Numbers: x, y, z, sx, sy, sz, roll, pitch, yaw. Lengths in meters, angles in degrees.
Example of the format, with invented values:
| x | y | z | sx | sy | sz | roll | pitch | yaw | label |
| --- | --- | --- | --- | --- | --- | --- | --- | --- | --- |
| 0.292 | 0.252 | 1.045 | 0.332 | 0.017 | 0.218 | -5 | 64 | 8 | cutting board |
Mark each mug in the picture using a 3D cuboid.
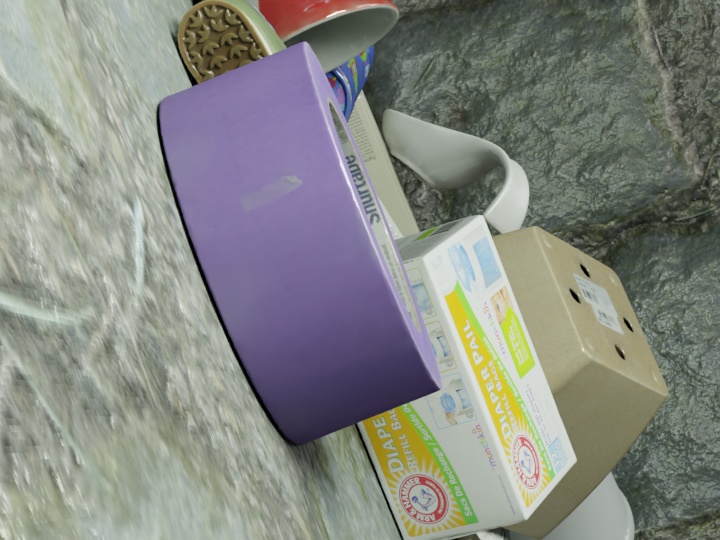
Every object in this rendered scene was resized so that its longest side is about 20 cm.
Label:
| x | y | z | sx | sy | sz | roll | pitch | yaw | label |
| --- | --- | --- | --- | --- | --- | --- | --- | --- | --- |
| -0.070 | -0.243 | 1.315 | 0.201 | 0.133 | 0.178 | 65 | 7 | 8 | mug |

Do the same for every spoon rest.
| x | y | z | sx | sy | sz | roll | pitch | yaw | label |
| --- | --- | --- | --- | --- | --- | --- | --- | --- | --- |
| 0.086 | -0.092 | 1.558 | 0.099 | 0.061 | 0.200 | 39 | 1 | -38 | spoon rest |

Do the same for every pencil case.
| x | y | z | sx | sy | sz | roll | pitch | yaw | label |
| --- | --- | --- | --- | --- | --- | --- | --- | --- | --- |
| -0.035 | -0.162 | 1.452 | 0.200 | 0.078 | 0.087 | -75 | 161 | -67 | pencil case |

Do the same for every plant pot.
| x | y | z | sx | sy | sz | roll | pitch | yaw | label |
| --- | --- | --- | --- | --- | --- | --- | --- | --- | --- |
| 0.135 | 0.081 | 1.502 | 0.200 | 0.177 | 0.200 | 26 | 37 | -46 | plant pot |

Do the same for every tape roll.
| x | y | z | sx | sy | sz | roll | pitch | yaw | label |
| --- | --- | --- | --- | --- | --- | --- | --- | --- | --- |
| -0.030 | -0.015 | 0.959 | 0.200 | 0.085 | 0.201 | -21 | 90 | -87 | tape roll |

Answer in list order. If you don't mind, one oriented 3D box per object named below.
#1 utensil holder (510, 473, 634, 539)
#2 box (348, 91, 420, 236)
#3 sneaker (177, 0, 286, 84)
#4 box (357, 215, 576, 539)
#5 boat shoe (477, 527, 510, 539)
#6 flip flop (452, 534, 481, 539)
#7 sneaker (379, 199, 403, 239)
| x | y | z | sx | sy | sz | roll | pitch | yaw | label |
| --- | --- | --- | --- | --- | --- | --- | --- | --- | --- |
| 0.166 | 0.214 | 1.788 | 0.170 | 0.169 | 0.200 | -107 | 171 | -49 | utensil holder |
| -0.002 | -0.068 | 1.604 | 0.068 | 0.082 | 0.200 | -106 | 175 | -63 | box |
| -0.051 | -0.088 | 1.150 | 0.090 | 0.067 | 0.201 | -80 | 145 | -72 | sneaker |
| 0.060 | 0.079 | 1.281 | 0.112 | 0.101 | 0.201 | -35 | 106 | -58 | box |
| 0.087 | 0.190 | 1.585 | 0.202 | 0.074 | 0.086 | -81 | 147 | -63 | boat shoe |
| 0.108 | 0.248 | 1.420 | 0.200 | 0.057 | 0.081 | 57 | 35 | -62 | flip flop |
| 0.000 | 0.000 | 1.387 | 0.200 | 0.079 | 0.078 | 46 | 45 | -11 | sneaker |
